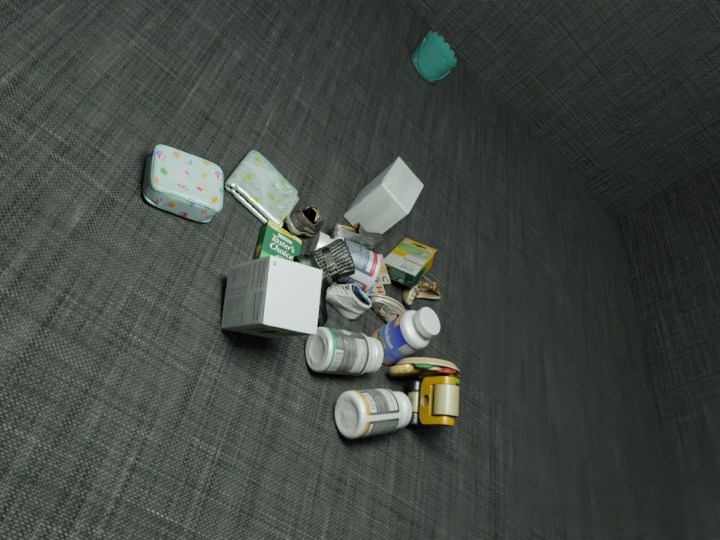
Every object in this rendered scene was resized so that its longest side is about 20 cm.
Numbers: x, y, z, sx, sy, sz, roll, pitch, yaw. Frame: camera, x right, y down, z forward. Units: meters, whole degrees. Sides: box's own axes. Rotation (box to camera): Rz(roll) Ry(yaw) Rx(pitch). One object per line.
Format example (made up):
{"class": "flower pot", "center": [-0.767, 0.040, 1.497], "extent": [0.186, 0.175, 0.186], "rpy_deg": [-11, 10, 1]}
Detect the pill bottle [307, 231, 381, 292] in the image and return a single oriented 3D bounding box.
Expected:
{"class": "pill bottle", "center": [-0.050, -0.029, 1.711], "extent": [0.196, 0.120, 0.122], "rpy_deg": [26, 46, -17]}

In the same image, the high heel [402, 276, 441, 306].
{"class": "high heel", "center": [0.211, 0.085, 1.952], "extent": [0.142, 0.071, 0.202], "rpy_deg": [39, 33, -12]}

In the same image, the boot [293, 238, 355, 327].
{"class": "boot", "center": [-0.083, 0.035, 1.593], "extent": [0.154, 0.079, 0.217], "rpy_deg": [-18, 101, -26]}

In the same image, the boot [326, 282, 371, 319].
{"class": "boot", "center": [-0.057, 0.054, 1.672], "extent": [0.199, 0.095, 0.075], "rpy_deg": [38, 41, -21]}

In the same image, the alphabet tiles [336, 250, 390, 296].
{"class": "alphabet tiles", "center": [0.000, 0.000, 1.807], "extent": [0.195, 0.006, 0.170], "rpy_deg": [-3, 65, -33]}

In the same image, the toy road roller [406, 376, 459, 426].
{"class": "toy road roller", "center": [0.222, 0.375, 1.661], "extent": [0.143, 0.198, 0.127], "rpy_deg": [18, 68, -33]}

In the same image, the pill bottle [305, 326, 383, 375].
{"class": "pill bottle", "center": [-0.039, 0.217, 1.564], "extent": [0.197, 0.112, 0.116], "rpy_deg": [14, 54, -41]}

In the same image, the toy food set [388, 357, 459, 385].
{"class": "toy food set", "center": [0.191, 0.290, 1.695], "extent": [0.199, 0.193, 0.050], "rpy_deg": [35, 56, -53]}

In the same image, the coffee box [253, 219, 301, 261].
{"class": "coffee box", "center": [-0.226, -0.026, 1.589], "extent": [0.122, 0.044, 0.204], "rpy_deg": [32, 44, -28]}

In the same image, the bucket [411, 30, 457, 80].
{"class": "bucket", "center": [0.347, -1.010, 2.815], "extent": [0.204, 0.134, 0.212], "rpy_deg": [26, 46, -31]}

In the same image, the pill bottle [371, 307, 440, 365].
{"class": "pill bottle", "center": [0.131, 0.184, 1.697], "extent": [0.110, 0.199, 0.115], "rpy_deg": [26, 46, -30]}

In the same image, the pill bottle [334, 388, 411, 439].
{"class": "pill bottle", "center": [0.036, 0.368, 1.536], "extent": [0.197, 0.116, 0.119], "rpy_deg": [8, 58, -44]}

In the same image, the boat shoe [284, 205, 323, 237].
{"class": "boat shoe", "center": [-0.145, -0.143, 1.707], "extent": [0.076, 0.072, 0.200], "rpy_deg": [60, 20, 1]}

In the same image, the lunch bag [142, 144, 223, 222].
{"class": "lunch bag", "center": [-0.436, -0.217, 1.475], "extent": [0.197, 0.077, 0.164], "rpy_deg": [18, 50, -38]}

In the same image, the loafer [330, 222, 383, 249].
{"class": "loafer", "center": [-0.006, -0.109, 1.820], "extent": [0.196, 0.074, 0.072], "rpy_deg": [-5, 25, -38]}

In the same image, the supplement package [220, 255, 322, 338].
{"class": "supplement package", "center": [-0.209, 0.069, 1.387], "extent": [0.149, 0.197, 0.155], "rpy_deg": [16, 72, -38]}

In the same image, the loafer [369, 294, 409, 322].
{"class": "loafer", "center": [0.105, 0.140, 1.811], "extent": [0.198, 0.071, 0.064], "rpy_deg": [32, 51, -32]}

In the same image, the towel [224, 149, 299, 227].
{"class": "towel", "center": [-0.272, -0.227, 1.680], "extent": [0.199, 0.048, 0.173], "rpy_deg": [42, 40, -17]}

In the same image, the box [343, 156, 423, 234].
{"class": "box", "center": [0.076, -0.228, 1.928], "extent": [0.131, 0.198, 0.201], "rpy_deg": [45, 40, -12]}

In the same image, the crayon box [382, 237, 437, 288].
{"class": "crayon box", "center": [0.159, -0.027, 1.944], "extent": [0.123, 0.053, 0.200], "rpy_deg": [22, 35, 20]}
